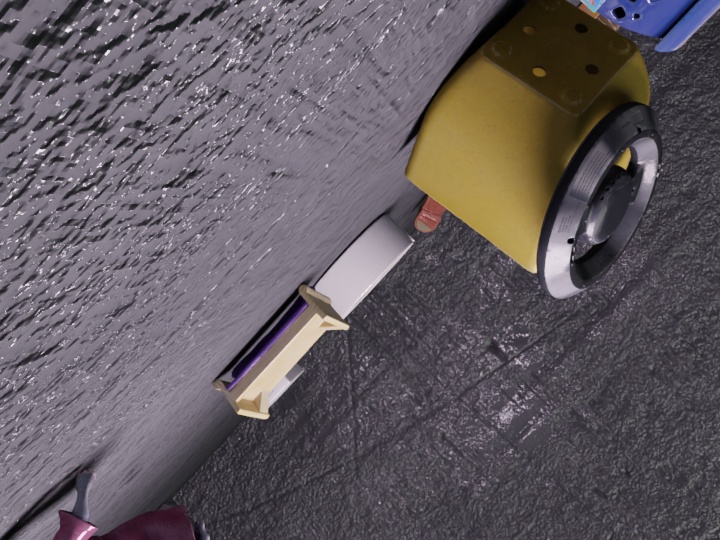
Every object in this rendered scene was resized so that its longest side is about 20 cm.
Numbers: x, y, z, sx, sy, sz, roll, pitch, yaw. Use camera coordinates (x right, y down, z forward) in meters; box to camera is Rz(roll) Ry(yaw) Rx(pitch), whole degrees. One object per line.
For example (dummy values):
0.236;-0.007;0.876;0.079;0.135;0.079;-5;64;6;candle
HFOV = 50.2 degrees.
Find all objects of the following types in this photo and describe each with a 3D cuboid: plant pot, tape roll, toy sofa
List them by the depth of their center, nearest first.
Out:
0.182;-0.161;0.802;0.196;0.194;0.201;-45;162;-21;plant pot
-0.122;0.111;1.116;0.200;0.098;0.083;-47;152;6;toy sofa
0.535;-0.502;1.292;0.200;0.180;0.200;-45;177;-35;plant pot
0.000;0.000;1.311;0.203;0.071;0.202;-47;176;-4;tape roll

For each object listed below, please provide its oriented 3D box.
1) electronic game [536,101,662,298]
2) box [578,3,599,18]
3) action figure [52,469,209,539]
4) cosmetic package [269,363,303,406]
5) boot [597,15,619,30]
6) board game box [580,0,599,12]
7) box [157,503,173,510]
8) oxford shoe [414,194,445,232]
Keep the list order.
0.233;-0.065;0.748;0.199;0.041;0.202;-33;139;-34;electronic game
0.338;-0.384;1.379;0.200;0.041;0.119;-49;177;-13;box
-0.251;0.280;0.713;0.198;0.150;0.135;1;133;-40;action figure
-0.201;0.257;1.791;0.102;0.074;0.200;-46;176;5;cosmetic package
0.486;-0.512;1.496;0.155;0.072;0.200;-45;-178;-18;boot
0.346;-0.419;0.997;0.152;0.045;0.200;-48;177;20;board game box
-0.692;0.982;2.833;0.100;0.202;0.112;-2;-151;40;box
0.187;-0.181;1.799;0.200;0.070;0.074;-50;-160;39;oxford shoe
